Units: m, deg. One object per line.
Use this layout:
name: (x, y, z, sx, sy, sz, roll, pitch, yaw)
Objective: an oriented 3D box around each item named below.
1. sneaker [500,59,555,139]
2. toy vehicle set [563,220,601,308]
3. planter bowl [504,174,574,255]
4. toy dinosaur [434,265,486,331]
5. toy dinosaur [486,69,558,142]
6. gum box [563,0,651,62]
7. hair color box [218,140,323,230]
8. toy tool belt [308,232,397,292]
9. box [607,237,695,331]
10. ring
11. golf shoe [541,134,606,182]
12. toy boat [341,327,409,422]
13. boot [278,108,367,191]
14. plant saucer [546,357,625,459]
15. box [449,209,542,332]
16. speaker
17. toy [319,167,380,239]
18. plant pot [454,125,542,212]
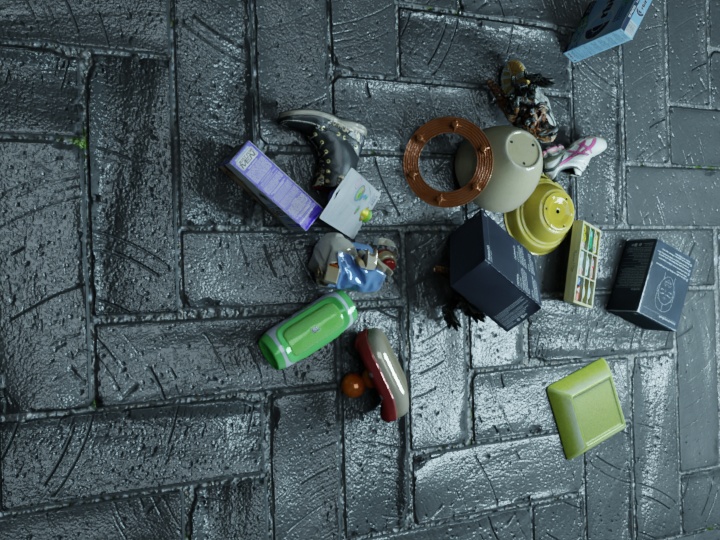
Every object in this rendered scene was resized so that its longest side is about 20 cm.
sneaker: (0.404, -0.412, 1.810, 0.088, 0.076, 0.200, -33, 101, -45)
toy vehicle set: (0.547, -0.013, 1.856, 0.124, 0.026, 0.201, 13, 83, -52)
planter bowl: (0.450, -0.138, 1.810, 0.200, 0.083, 0.201, 0, 90, -25)
toy dinosaur: (0.237, 0.057, 1.714, 0.200, 0.102, 0.136, 25, 55, -9)
toy dinosaur: (0.369, -0.376, 1.730, 0.200, 0.136, 0.102, 25, 51, 8)
gum box: (0.604, -0.606, 1.826, 0.045, 0.200, 0.170, 35, 75, -20)
hair color box: (-0.178, -0.164, 1.493, 0.200, 0.109, 0.065, 43, 77, -18)
toy tool belt: (0.000, 0.000, 1.562, 0.199, 0.123, 0.125, 5, 121, -26)
box: (0.746, 0.038, 1.936, 0.148, 0.107, 0.200, 25, 78, -24)
ring: (0.190, -0.238, 1.655, 0.200, 0.019, 0.201, 0, 91, 14)
golf shoe: (0.524, -0.270, 1.845, 0.200, 0.073, 0.092, -19, 77, -19)
toy boat: (0.021, 0.230, 1.594, 0.130, 0.131, 0.200, -24, 100, 7)
boot: (-0.080, -0.246, 1.565, 0.200, 0.073, 0.151, 9, 85, -34)
plant saucer: (0.578, 0.347, 1.882, 0.200, 0.048, 0.200, -21, 98, -24)
box: (0.295, -0.002, 1.667, 0.182, 0.104, 0.200, 39, 31, -20)
speaker: (-0.106, 0.120, 1.539, 0.200, 0.088, 0.089, -32, 102, -23)
toy: (-0.029, -0.141, 1.543, 0.115, 0.047, 0.200, -57, 156, 2)
plant pot: (0.332, -0.247, 1.702, 0.200, 0.134, 0.201, 6, 72, -19)
